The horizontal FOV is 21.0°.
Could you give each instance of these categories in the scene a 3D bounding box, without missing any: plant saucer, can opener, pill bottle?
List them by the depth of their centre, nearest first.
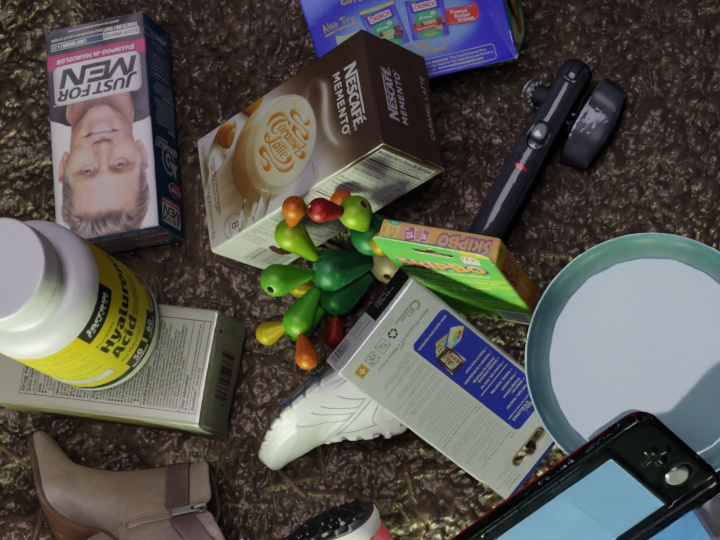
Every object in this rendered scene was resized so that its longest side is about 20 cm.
[{"bbox_3d":[0.230,0.071,1.534,0.199,0.027,0.201,-1,86,7],"label":"plant saucer"},{"bbox_3d":[-0.246,0.024,1.546,0.111,0.200,0.112,-4,75,16],"label":"pill bottle"},{"bbox_3d":[0.139,-0.084,1.600,0.078,0.063,0.200,34,89,21],"label":"can opener"}]

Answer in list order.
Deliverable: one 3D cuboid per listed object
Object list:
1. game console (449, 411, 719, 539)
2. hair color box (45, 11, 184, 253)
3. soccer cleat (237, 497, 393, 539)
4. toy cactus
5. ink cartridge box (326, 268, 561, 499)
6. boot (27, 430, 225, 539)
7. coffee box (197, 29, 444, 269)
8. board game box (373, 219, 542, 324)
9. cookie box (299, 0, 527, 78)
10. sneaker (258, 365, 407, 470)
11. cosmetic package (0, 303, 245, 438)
[{"bbox_3d":[0.194,0.232,1.470,0.200,0.172,0.119,-37,43,15],"label":"game console"},{"bbox_3d":[-0.219,-0.120,1.724,0.100,0.061,0.201,-10,75,15],"label":"hair color box"},{"bbox_3d":[-0.061,0.252,1.587,0.199,0.068,0.073,-23,108,21],"label":"soccer cleat"},{"bbox_3d":[0.000,0.000,1.586,0.164,0.200,0.102,-11,51,-24],"label":"toy cactus"},{"bbox_3d":[0.075,0.093,1.541,0.095,0.200,0.037,-51,25,1],"label":"ink cartridge box"},{"bbox_3d":[-0.194,0.194,1.640,0.146,0.070,0.200,-20,51,-4],"label":"boot"},{"bbox_3d":[-0.036,-0.096,1.602,0.200,0.080,0.115,-31,56,33],"label":"coffee box"},{"bbox_3d":[0.081,0.002,1.524,0.095,0.200,0.030,10,80,20],"label":"board game box"},{"bbox_3d":[0.032,-0.262,1.614,0.170,0.075,0.201,-11,114,15],"label":"cookie box"},{"bbox_3d":[0.000,0.109,1.595,0.200,0.075,0.087,-38,95,17],"label":"sneaker"},{"bbox_3d":[-0.208,0.080,1.666,0.199,0.071,0.106,7,79,19],"label":"cosmetic package"}]
